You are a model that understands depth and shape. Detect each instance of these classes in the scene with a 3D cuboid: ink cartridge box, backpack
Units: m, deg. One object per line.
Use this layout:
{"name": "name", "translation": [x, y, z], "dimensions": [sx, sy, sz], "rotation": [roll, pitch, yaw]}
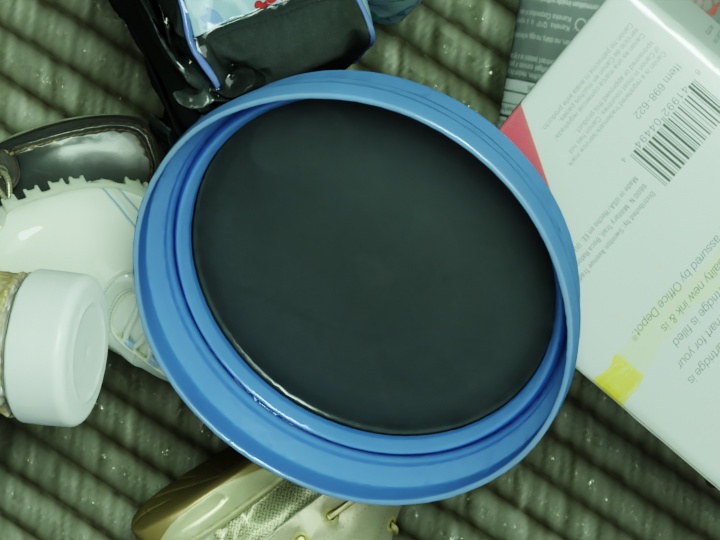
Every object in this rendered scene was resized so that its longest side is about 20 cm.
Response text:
{"name": "ink cartridge box", "translation": [0.149, -0.013, 1.241], "dimensions": [0.200, 0.083, 0.145], "rotation": [41, 107, 1]}
{"name": "backpack", "translation": [-0.057, -0.178, 1.289], "dimensions": [0.146, 0.183, 0.201], "rotation": [-23, 87, -9]}

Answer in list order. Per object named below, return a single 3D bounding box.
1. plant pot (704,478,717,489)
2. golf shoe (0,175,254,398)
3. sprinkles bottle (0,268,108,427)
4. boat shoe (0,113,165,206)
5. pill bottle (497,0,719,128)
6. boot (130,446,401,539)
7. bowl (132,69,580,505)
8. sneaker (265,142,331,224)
{"name": "plant pot", "translation": [0.260, 0.051, 1.347], "dimensions": [0.199, 0.187, 0.188], "rotation": [-4, 96, 10]}
{"name": "golf shoe", "translation": [-0.083, 0.018, 1.310], "dimensions": [0.199, 0.097, 0.079], "rotation": [13, 117, -25]}
{"name": "sprinkles bottle", "translation": [-0.215, 0.026, 1.267], "dimensions": [0.199, 0.068, 0.069], "rotation": [6, 95, 12]}
{"name": "boat shoe", "translation": [-0.184, -0.016, 1.344], "dimensions": [0.199, 0.073, 0.075], "rotation": [-24, 97, -2]}
{"name": "pill bottle", "translation": [0.125, -0.079, 1.342], "dimensions": [0.115, 0.116, 0.201], "rotation": [9, 95, -5]}
{"name": "boot", "translation": [0.009, 0.136, 1.375], "dimensions": [0.199, 0.073, 0.156], "rotation": [-30, 102, -10]}
{"name": "bowl", "translation": [0.000, 0.006, 1.218], "dimensions": [0.199, 0.039, 0.202], "rotation": [10, 121, 16]}
{"name": "sneaker", "translation": [0.000, 0.000, 1.302], "dimensions": [0.201, 0.084, 0.075], "rotation": [57, 49, -22]}
